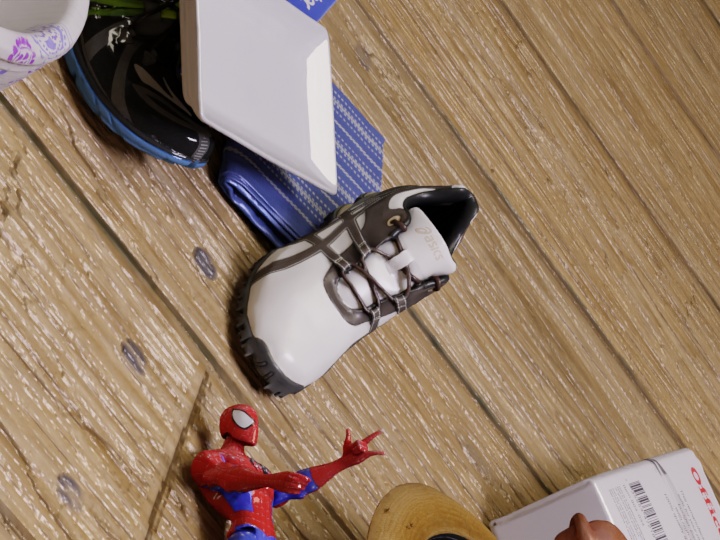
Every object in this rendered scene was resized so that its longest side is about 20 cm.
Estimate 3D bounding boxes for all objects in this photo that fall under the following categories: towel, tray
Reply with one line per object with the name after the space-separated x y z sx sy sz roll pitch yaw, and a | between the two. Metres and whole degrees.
-0.037 -0.068 1.729 0.145 0.024 0.200 46 27 -27 | towel
-0.061 -0.114 1.578 0.200 0.022 0.108 27 59 -66 | tray

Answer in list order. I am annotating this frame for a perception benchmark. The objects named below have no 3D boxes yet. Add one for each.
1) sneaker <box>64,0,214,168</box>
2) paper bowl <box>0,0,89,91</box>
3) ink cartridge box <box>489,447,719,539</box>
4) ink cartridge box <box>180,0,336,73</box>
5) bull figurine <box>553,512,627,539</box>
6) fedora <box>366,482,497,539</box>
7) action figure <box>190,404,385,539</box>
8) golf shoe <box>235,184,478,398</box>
-0.128 -0.152 1.550 0.071 0.083 0.200 7 60 -62 | sneaker
-0.232 -0.171 1.332 0.201 0.104 0.201 46 28 -33 | paper bowl
0.183 0.206 1.798 0.200 0.084 0.146 -5 69 -64 | ink cartridge box
-0.080 -0.168 1.690 0.094 0.044 0.200 50 27 -9 | ink cartridge box
0.151 0.239 1.553 0.121 0.065 0.200 78 2 -63 | bull figurine
0.037 0.214 1.496 0.201 0.082 0.201 46 28 -34 | fedora
-0.035 0.144 1.414 0.065 0.099 0.200 36 32 -46 | action figure
0.000 0.000 1.606 0.078 0.094 0.200 57 40 -15 | golf shoe
